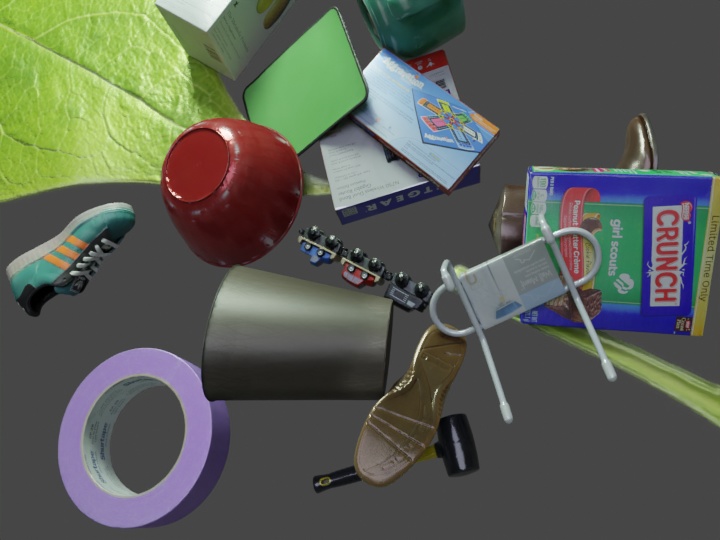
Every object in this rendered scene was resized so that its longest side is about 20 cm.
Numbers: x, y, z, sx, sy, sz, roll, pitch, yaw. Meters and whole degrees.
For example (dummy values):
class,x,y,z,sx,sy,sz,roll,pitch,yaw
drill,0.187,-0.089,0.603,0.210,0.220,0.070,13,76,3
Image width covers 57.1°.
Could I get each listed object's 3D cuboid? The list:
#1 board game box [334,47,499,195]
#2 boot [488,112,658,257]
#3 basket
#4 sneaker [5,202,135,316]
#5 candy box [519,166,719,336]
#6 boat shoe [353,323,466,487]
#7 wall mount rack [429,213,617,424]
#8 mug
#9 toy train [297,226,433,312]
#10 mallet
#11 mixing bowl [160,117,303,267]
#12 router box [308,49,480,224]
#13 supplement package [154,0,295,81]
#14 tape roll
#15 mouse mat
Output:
class,x,y,z,sx,sy,sz,roll,pitch,yaw
board game box,0.070,-0.194,0.845,0.199,0.019,0.103,41,84,20
boot,0.256,-0.102,0.812,0.194,0.064,0.192,1,74,15
basket,-0.063,0.082,0.768,0.194,0.139,0.182,6,35,6
sneaker,-0.382,-0.012,0.899,0.197,0.071,0.081,-33,73,4
candy box,0.279,-0.024,0.731,0.194,0.077,0.175,3,106,11
boat shoe,0.057,0.155,0.736,0.071,0.073,0.202,25,60,12
wall mount rack,0.172,0.048,0.694,0.196,0.075,0.177,-25,97,17
mug,0.057,-0.366,0.872,0.112,0.185,0.155,-27,78,3
toy train,0.000,0.000,0.840,0.196,0.034,0.047,28,90,17
mallet,0.041,0.229,0.753,0.196,0.041,0.067,-25,65,6
mixing bowl,-0.184,-0.117,0.855,0.194,0.108,0.207,-6,74,20
router box,0.044,-0.178,0.882,0.194,0.049,0.184,-17,69,5
supplement package,-0.182,-0.408,0.968,0.108,0.114,0.202,31,80,20
tape roll,-0.260,0.202,0.802,0.194,0.066,0.206,-3,71,9
mouse mat,-0.081,-0.240,0.902,0.198,0.007,0.165,-33,63,29
